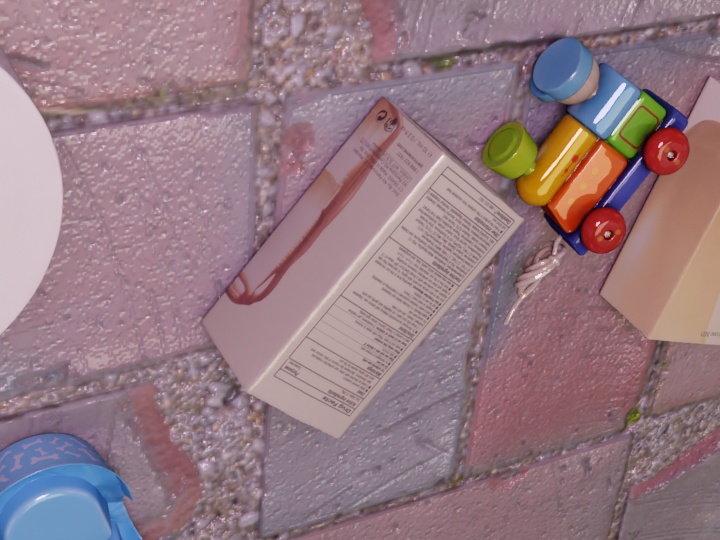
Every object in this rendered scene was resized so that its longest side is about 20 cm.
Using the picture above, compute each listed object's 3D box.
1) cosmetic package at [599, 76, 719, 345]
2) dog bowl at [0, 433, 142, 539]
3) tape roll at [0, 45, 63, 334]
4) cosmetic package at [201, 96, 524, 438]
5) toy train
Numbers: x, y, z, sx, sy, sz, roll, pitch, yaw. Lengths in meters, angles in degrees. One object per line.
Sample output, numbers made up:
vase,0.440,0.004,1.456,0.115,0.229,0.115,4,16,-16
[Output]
cosmetic package,0.286,-0.043,1.022,0.104,0.071,0.202,4,119,-34
dog bowl,-0.207,0.195,0.902,0.111,0.050,0.201,-25,132,-14
tape roll,-0.260,-0.057,0.625,0.201,0.139,0.205,-16,129,-22
cosmetic package,0.000,0.000,0.864,0.200,0.087,0.103,-49,134,7
toy train,0.130,-0.060,0.912,0.115,0.085,0.201,31,103,-31
